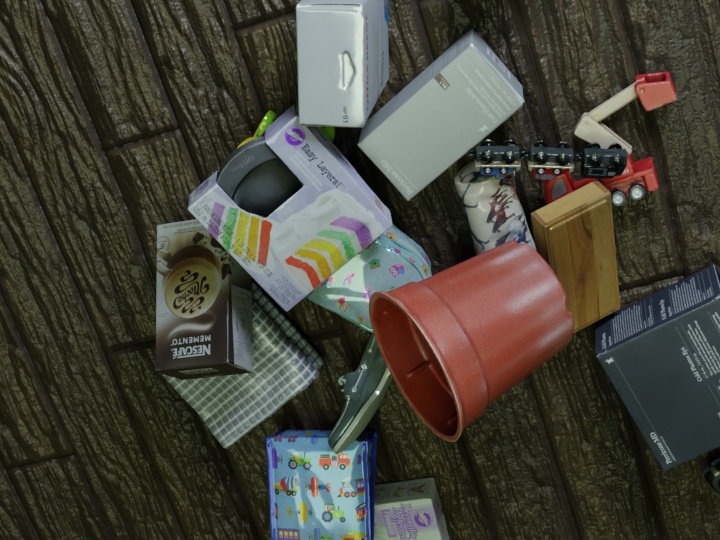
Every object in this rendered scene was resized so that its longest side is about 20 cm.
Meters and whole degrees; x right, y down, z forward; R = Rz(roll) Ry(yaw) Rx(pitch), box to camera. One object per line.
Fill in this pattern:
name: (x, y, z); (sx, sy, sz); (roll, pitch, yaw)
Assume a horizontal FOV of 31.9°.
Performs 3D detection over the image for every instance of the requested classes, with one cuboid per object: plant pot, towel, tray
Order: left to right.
towel: (-0.174, 0.140, 1.790); (0.199, 0.086, 0.166); (-40, 101, 23)
plant pot: (0.143, 0.072, 1.543); (0.193, 0.200, 0.203); (-28, 111, -18)
tray: (0.279, -0.010, 1.616); (0.098, 0.037, 0.202); (-26, 132, -12)

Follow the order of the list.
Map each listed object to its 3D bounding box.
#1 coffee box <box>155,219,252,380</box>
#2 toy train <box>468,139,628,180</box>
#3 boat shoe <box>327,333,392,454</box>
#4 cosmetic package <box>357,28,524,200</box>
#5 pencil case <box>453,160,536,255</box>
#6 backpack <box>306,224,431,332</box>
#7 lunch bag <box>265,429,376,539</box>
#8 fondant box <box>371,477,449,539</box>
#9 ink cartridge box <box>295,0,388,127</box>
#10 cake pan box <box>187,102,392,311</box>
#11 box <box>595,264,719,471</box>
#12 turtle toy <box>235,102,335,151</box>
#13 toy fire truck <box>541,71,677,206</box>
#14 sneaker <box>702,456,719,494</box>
coffee box: (-0.209, 0.038, 1.691); (0.111, 0.080, 0.204); (-8, 73, 18)
toy train: (0.232, -0.135, 1.566); (0.196, 0.034, 0.046); (2, 132, 2)
boat shoe: (0.004, 0.158, 1.749); (0.061, 0.073, 0.202); (30, 86, 13)
cosmetic package: (0.101, -0.196, 1.595); (0.107, 0.090, 0.200); (43, 110, -14)
pencil case: (0.187, -0.052, 1.648); (0.088, 0.078, 0.203); (-20, 110, 0)
backpack: (0.000, 0.000, 1.677); (0.198, 0.127, 0.168); (28, 112, -7)
lunch bag: (-0.055, 0.336, 1.814); (0.148, 0.094, 0.204); (0, 90, 9)
fondant box: (0.030, 0.398, 1.885); (0.197, 0.058, 0.146); (-10, 111, 13)
ink cartridge box: (-0.019, -0.271, 1.518); (0.083, 0.201, 0.147); (3, 114, 8)
cake pan box: (-0.088, -0.078, 1.555); (0.183, 0.052, 0.200); (-37, 113, 10)
box: (0.435, 0.130, 1.672); (0.180, 0.104, 0.202); (-27, 106, 18)
turtle toy: (-0.102, -0.136, 1.619); (0.100, 0.146, 0.202); (27, 115, 3)
toy fire truck: (0.314, -0.155, 1.597); (0.197, 0.049, 0.143); (-17, 109, 17)
sneaker: (0.564, 0.325, 1.747); (0.199, 0.083, 0.071); (37, 114, -7)
